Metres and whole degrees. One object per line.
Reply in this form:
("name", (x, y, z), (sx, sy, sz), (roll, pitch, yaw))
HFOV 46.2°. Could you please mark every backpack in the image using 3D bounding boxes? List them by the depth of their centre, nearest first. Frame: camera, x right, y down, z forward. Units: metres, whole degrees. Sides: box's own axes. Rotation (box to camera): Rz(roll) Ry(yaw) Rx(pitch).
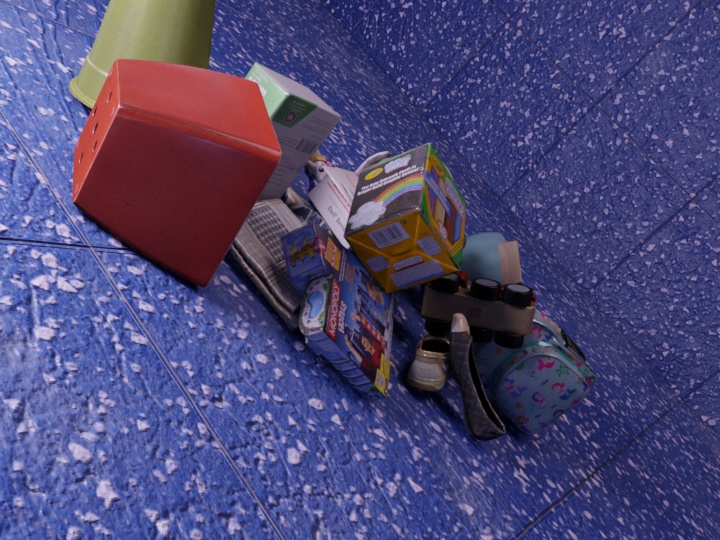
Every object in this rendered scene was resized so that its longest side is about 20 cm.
("backpack", (0.284, 0.167, 1.451), (0.200, 0.177, 0.151), (47, 14, -12))

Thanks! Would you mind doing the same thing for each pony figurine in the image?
("pony figurine", (-0.022, -0.134, 1.533), (0.193, 0.166, 0.200), (-13, 74, -60))

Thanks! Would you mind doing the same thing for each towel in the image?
("towel", (-0.102, -0.017, 1.189), (0.200, 0.035, 0.193), (53, 23, 5))

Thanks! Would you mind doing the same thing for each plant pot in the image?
("plant pot", (-0.229, -0.135, 0.993), (0.176, 0.200, 0.200), (20, 28, -28))
("plant pot", (-0.278, -0.316, 1.159), (0.200, 0.190, 0.200), (18, 24, -8))
("plant pot", (0.188, 0.025, 1.587), (0.134, 0.201, 0.200), (2, 30, -9))

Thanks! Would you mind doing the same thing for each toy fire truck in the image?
("toy fire truck", (0.203, 0.026, 1.402), (0.176, 0.129, 0.200), (10, 16, 10))

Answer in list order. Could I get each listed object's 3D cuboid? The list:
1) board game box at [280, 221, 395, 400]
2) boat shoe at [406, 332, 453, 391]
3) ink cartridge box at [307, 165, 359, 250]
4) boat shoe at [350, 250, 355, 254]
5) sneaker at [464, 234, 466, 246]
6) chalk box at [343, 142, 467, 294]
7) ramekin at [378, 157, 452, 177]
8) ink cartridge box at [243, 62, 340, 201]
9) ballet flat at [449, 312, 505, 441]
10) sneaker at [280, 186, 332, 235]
("board game box", (-0.034, 0.044, 1.129), (0.200, 0.062, 0.200), (49, 31, -32))
("boat shoe", (0.120, 0.128, 1.327), (0.073, 0.063, 0.201), (14, 16, 17))
("ink cartridge box", (-0.005, -0.093, 1.329), (0.117, 0.067, 0.200), (55, 20, 17))
("boat shoe", (0.000, 0.000, 1.367), (0.070, 0.070, 0.200), (43, 18, -18))
("sneaker", (0.131, -0.034, 1.387), (0.082, 0.078, 0.200), (13, 14, 27))
("chalk box", (0.071, -0.087, 1.214), (0.124, 0.125, 0.200), (54, 32, -31))
("ramekin", (0.103, -0.110, 1.521), (0.200, 0.097, 0.201), (17, 70, -59))
("ink cartridge box", (-0.147, -0.185, 1.240), (0.088, 0.200, 0.145), (45, 17, 24))
("ballet flat", (0.175, 0.160, 1.285), (0.066, 0.057, 0.200), (-23, 100, -66))
("sneaker", (-0.089, -0.074, 1.335), (0.200, 0.077, 0.085), (53, 15, 22))
